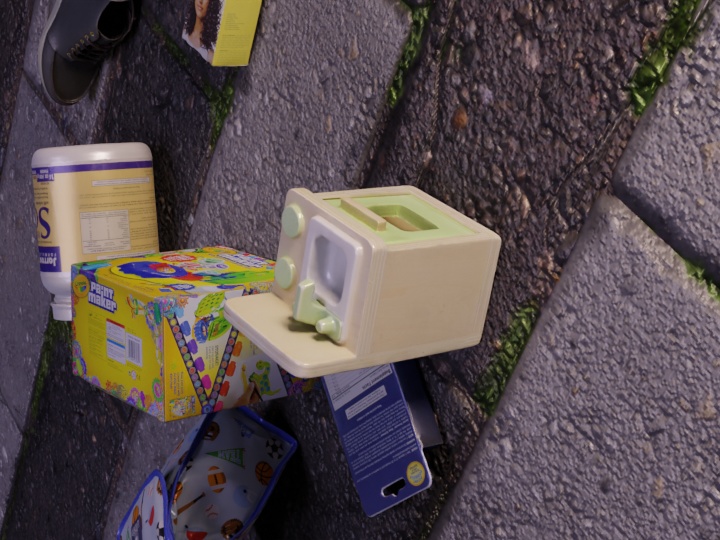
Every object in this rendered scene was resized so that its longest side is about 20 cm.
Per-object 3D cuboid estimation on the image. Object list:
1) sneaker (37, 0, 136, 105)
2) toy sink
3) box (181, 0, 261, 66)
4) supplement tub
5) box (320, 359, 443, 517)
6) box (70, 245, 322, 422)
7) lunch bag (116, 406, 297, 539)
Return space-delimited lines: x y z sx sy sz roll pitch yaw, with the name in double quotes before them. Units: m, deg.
"sneaker" -0.341 -0.278 1.614 0.106 0.074 0.202 48 130 40
"toy sink" 0.000 0.000 1.109 0.130 0.198 0.113 34 122 45
"box" -0.132 -0.319 1.353 0.075 0.050 0.202 43 127 40
"supplement tub" -0.314 -0.048 1.561 0.145 0.144 0.203 2 97 52
"box" 0.015 0.123 1.247 0.121 0.032 0.202 -38 65 49
"box" -0.170 0.058 1.350 0.199 0.191 0.124 15 108 50
"lunch bag" -0.177 0.257 1.373 0.123 0.201 0.170 32 136 -5
